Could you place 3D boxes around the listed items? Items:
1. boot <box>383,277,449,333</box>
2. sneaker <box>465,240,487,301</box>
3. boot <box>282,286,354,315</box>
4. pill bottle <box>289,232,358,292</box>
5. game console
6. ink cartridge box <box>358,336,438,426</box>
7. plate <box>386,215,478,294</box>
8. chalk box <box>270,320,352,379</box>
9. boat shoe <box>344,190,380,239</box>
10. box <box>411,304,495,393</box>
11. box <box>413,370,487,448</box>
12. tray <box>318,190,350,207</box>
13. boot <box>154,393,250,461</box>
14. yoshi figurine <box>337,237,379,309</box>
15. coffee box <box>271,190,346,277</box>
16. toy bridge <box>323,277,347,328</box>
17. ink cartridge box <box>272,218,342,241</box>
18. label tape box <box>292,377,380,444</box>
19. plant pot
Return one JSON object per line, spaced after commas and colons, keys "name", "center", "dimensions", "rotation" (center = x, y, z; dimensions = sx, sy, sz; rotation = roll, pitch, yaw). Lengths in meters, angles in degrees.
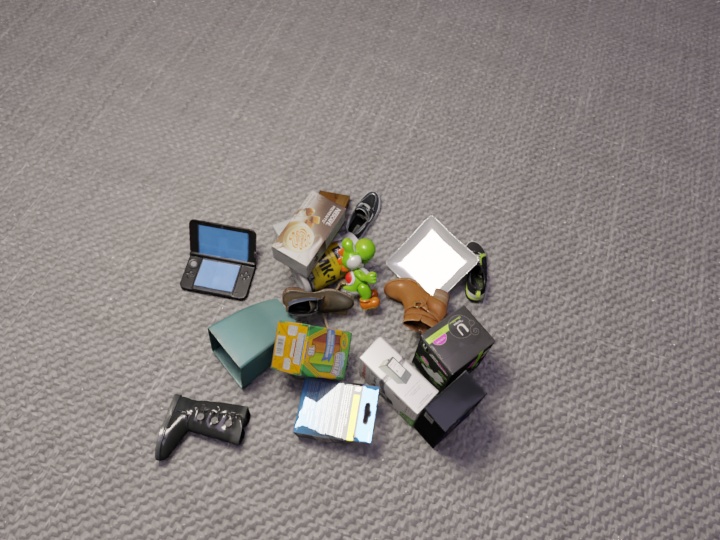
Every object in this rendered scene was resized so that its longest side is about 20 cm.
{"name": "boot", "center": [0.136, 0.097, 1.486], "dimensions": [0.198, 0.074, 0.155], "rotation": [9, 39, 20]}
{"name": "sneaker", "center": [0.342, -0.006, 1.584], "dimensions": [0.071, 0.083, 0.202], "rotation": [3, 62, -1]}
{"name": "boot", "center": [-0.112, 0.096, 1.460], "dimensions": [0.198, 0.075, 0.097], "rotation": [4, 21, -8]}
{"name": "pill bottle", "center": [-0.094, -0.023, 1.556], "dimensions": [0.199, 0.115, 0.115], "rotation": [-30, 67, -16]}
{"name": "game console", "center": [-0.404, -0.029, 1.544], "dimensions": [0.198, 0.119, 0.174], "rotation": [10, 62, 3]}
{"name": "ink cartridge box", "center": [0.091, 0.283, 1.387], "dimensions": [0.084, 0.146, 0.200], "rotation": [-41, 71, -19]}
{"name": "plate", "center": [0.207, -0.024, 1.583], "dimensions": [0.200, 0.032, 0.200], "rotation": [-46, 71, 5]}
{"name": "chalk box", "center": [-0.108, 0.206, 1.394], "dimensions": [0.123, 0.199, 0.126], "rotation": [3, 82, 44]}
{"name": "boat shoe", "center": [0.007, -0.174, 1.665], "dimensions": [0.071, 0.068, 0.201], "rotation": [26, 64, 11]}
{"name": "box", "center": [0.233, 0.210, 1.400], "dimensions": [0.148, 0.200, 0.125], "rotation": [-33, 68, -17]}
{"name": "box", "center": [0.215, 0.342, 1.329], "dimensions": [0.141, 0.200, 0.079], "rotation": [-39, 69, -19]}
{"name": "tray", "center": [-0.095, -0.184, 1.625], "dimensions": [0.098, 0.037, 0.200], "rotation": [11, 27, 3]}
{"name": "boot", "center": [-0.389, 0.404, 1.354], "dimensions": [0.198, 0.066, 0.166], "rotation": [12, 64, -1]}
{"name": "yoshi figurine", "center": [0.015, -0.004, 1.502], "dimensions": [0.112, 0.202, 0.112], "rotation": [0, 27, 40]}
{"name": "coffee box", "center": [-0.135, -0.099, 1.462], "dimensions": [0.114, 0.080, 0.201], "rotation": [30, 68, 10]}
{"name": "toy bridge", "center": [-0.070, 0.110, 1.536], "dimensions": [0.067, 0.027, 0.202], "rotation": [7, 63, 3]}
{"name": "ink cartridge box", "center": [-0.153, -0.098, 1.584], "dimensions": [0.159, 0.048, 0.200], "rotation": [-20, 37, -13]}
{"name": "label tape box", "center": [-0.055, 0.356, 1.373], "dimensions": [0.198, 0.063, 0.145], "rotation": [6, 62, 11]}
{"name": "plant pot", "center": [-0.273, 0.175, 1.434], "dimensions": [0.199, 0.142, 0.141], "rotation": [-35, 69, -27]}
